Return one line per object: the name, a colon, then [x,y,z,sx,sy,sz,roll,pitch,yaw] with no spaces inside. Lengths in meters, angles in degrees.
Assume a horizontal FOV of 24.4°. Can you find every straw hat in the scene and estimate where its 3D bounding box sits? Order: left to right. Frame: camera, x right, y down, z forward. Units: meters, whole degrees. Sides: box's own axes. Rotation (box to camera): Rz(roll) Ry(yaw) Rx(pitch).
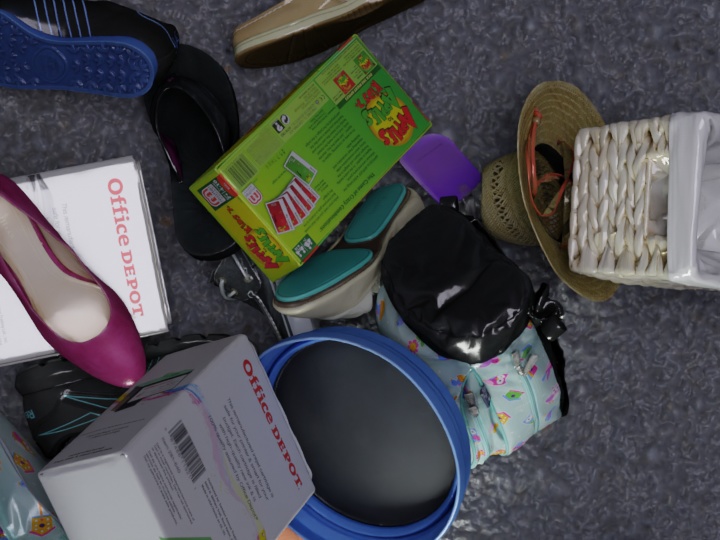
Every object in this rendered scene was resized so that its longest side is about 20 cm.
straw hat: [0.145,-0.062,1.397,0.085,0.201,0.201,-12,91,32]

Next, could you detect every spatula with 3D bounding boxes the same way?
spatula: [0.106,-0.030,1.430,0.057,0.021,0.200,-38,99,-31]

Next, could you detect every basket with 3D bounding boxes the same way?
basket: [0.270,-0.051,1.360,0.200,0.123,0.136,8,85,-50]

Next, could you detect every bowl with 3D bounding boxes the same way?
bowl: [-0.005,0.136,1.314,0.201,0.039,0.201,12,117,24]

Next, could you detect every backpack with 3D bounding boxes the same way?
backpack: [-0.294,0.209,1.282,0.153,0.200,0.176,-31,52,-16]
backpack: [0.091,0.062,1.348,0.127,0.167,0.200,-29,137,-6]

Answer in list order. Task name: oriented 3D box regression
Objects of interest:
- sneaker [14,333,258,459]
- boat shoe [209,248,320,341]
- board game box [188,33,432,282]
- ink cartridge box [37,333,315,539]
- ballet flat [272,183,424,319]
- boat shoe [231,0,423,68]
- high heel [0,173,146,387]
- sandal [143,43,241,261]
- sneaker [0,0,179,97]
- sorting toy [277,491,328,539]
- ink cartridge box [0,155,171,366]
sneaker: [-0.178,0.100,1.363,0.200,0.075,0.079,-12,82,2]
boat shoe: [-0.092,-0.004,1.386,0.071,0.072,0.200,-25,82,0]
board game box: [-0.037,-0.094,1.350,0.102,0.048,0.200,49,53,-10]
ink cartridge box: [-0.130,0.157,1.240,0.084,0.200,0.145,-16,106,28]
ballet flat: [0.000,0.000,1.358,0.069,0.069,0.200,49,46,-4]
boat shoe: [-0.023,-0.233,1.398,0.200,0.074,0.066,-24,80,-9]
high heel: [-0.230,0.009,1.261,0.067,0.096,0.200,-33,95,-7]
sandal: [-0.133,-0.106,1.352,0.075,0.048,0.201,-19,66,7]
sneaker: [-0.247,-0.190,1.366,0.200,0.078,0.070,14,122,11]
sorting toy: [-0.108,0.201,1.389,0.185,0.036,0.200,-27,93,-8]
ink cartridge box: [-0.265,-0.002,1.347,0.200,0.083,0.147,-11,91,-8]
